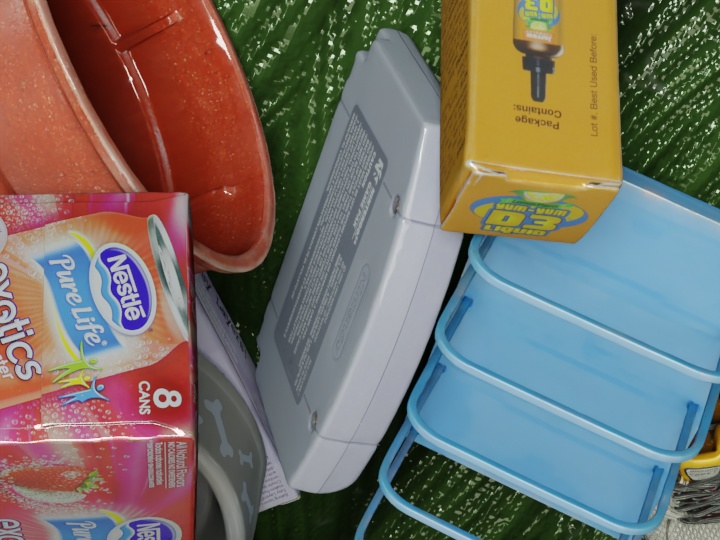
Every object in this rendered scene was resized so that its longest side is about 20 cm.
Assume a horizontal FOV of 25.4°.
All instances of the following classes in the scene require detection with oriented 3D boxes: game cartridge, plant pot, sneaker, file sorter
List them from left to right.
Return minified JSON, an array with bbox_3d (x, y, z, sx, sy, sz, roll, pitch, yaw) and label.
[{"bbox_3d":[-0.169,-0.056,0.700,0.194,0.201,0.201,-23,118,16],"label":"plant pot"},{"bbox_3d":[0.000,0.000,0.769,0.040,0.134,0.201,12,117,-18],"label":"game cartridge"},{"bbox_3d":[0.092,0.064,0.758,0.138,0.123,0.201,25,127,8],"label":"file sorter"},{"bbox_3d":[0.173,0.099,0.867,0.077,0.082,0.201,-19,119,5],"label":"sneaker"}]

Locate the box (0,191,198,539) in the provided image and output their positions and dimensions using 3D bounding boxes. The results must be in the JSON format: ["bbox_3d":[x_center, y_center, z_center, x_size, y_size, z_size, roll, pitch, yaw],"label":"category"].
[{"bbox_3d":[-0.113,0.060,0.637,0.095,0.100,0.200,-1,152,-7],"label":"box"}]

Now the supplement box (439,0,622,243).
[{"bbox_3d":[0.070,-0.115,0.680,0.066,0.201,0.069,7,155,-9],"label":"supplement box"}]

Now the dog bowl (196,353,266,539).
[{"bbox_3d":[-0.145,0.122,0.809,0.199,0.059,0.201,-2,119,-3],"label":"dog bowl"}]

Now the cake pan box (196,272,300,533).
[{"bbox_3d":[-0.154,0.076,0.844,0.199,0.052,0.185,-23,116,7],"label":"cake pan box"}]
